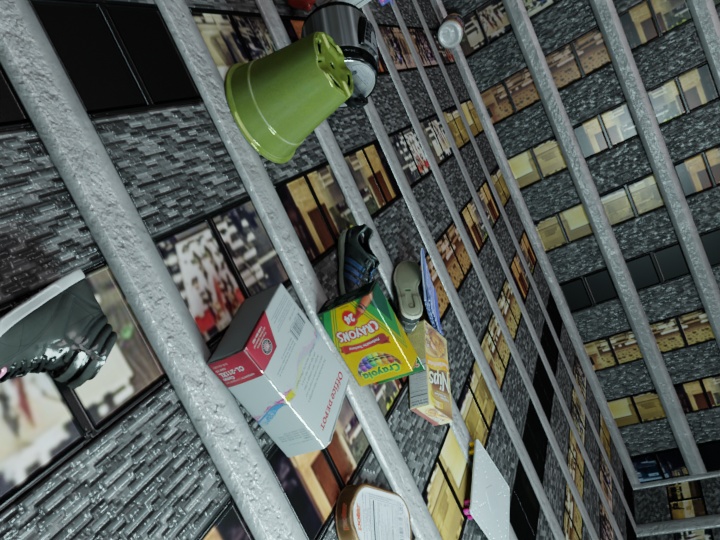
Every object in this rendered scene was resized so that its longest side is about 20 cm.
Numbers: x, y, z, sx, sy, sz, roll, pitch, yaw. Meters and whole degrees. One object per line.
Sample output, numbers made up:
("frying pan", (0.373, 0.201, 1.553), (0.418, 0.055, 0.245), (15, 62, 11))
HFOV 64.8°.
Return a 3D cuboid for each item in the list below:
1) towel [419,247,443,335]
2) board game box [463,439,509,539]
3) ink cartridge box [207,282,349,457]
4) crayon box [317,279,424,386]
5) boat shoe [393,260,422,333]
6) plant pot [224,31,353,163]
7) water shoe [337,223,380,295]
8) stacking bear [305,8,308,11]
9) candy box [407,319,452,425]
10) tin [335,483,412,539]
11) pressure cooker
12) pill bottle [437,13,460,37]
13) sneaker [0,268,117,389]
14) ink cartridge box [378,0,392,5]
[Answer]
("towel", (0.176, 0.060, 1.412), (0.202, 0.023, 0.149), (66, 18, -55))
("board game box", (0.310, 0.558, 1.383), (0.203, 0.025, 0.202), (56, 31, -24))
("ink cartridge box", (-0.113, 0.150, 0.845), (0.203, 0.081, 0.147), (56, 30, -23))
("crayon box", (0.022, 0.133, 1.051), (0.204, 0.124, 0.051), (59, 31, -16))
("boat shoe", (0.111, 0.056, 1.345), (0.204, 0.069, 0.069), (-88, 180, -48))
("plant pot", (-0.118, -0.336, 1.052), (0.199, 0.186, 0.206), (37, 41, -42))
("water shoe", (0.000, 0.000, 1.150), (0.071, 0.077, 0.207), (22, 53, -52))
("stacking bear", (-0.169, -0.689, 1.288), (0.200, 0.111, 0.125), (47, 35, -43))
("candy box", (0.157, 0.233, 1.297), (0.115, 0.054, 0.206), (39, 40, -43))
("tin", (0.028, 0.428, 0.961), (0.199, 0.041, 0.115), (37, 38, -45))
("pressure cooker", (-0.045, -0.470, 1.290), (0.169, 0.179, 0.207), (-1, 66, -18))
("pill bottle", (0.414, -1.089, 2.567), (0.118, 0.114, 0.202), (54, 31, -23))
("sneaker", (-0.311, 0.086, 0.551), (0.101, 0.069, 0.201), (54, 27, -15))
("ink cartridge box", (0.039, -0.769, 1.447), (0.119, 0.041, 0.206), (43, 35, -43))
